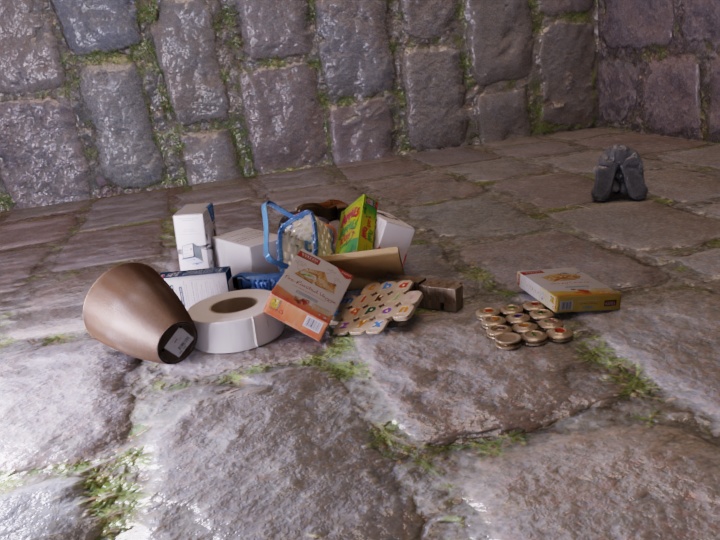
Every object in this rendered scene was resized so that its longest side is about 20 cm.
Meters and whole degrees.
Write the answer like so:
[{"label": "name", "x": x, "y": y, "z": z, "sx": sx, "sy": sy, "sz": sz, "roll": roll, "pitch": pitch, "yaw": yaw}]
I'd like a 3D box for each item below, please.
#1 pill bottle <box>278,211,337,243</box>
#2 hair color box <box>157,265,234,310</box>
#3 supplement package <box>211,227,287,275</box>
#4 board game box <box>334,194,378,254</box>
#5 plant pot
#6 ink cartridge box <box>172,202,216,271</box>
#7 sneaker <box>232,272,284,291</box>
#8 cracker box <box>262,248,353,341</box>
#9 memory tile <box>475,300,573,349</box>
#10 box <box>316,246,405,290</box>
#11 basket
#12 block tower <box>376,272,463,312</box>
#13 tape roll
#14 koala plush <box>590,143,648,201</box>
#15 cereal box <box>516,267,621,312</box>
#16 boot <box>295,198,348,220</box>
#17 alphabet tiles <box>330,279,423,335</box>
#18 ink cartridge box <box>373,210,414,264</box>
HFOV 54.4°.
[{"label": "pill bottle", "x": -0.154, "y": -0.116, "z": 2.110, "sx": 0.106, "sy": 0.107, "sz": 0.200, "roll": -19, "pitch": 21, "yaw": -34}, {"label": "hair color box", "x": -0.405, "y": 0.052, "z": 1.670, "sx": 0.199, "sy": 0.100, "sz": 0.061, "roll": -5, "pitch": 16, "yaw": 3}, {"label": "supplement package", "x": -0.289, "y": -0.033, "z": 1.865, "sx": 0.120, "sy": 0.122, "sz": 0.200, "roll": -19, "pitch": 22, "yaw": -36}, {"label": "board game box", "x": -0.013, "y": -0.079, "z": 1.730, "sx": 0.048, "sy": 0.200, "sz": 0.102, "roll": 26, "pitch": -38, "yaw": -26}, {"label": "plant pot", "x": -0.425, "y": 0.105, "z": 1.420, "sx": 0.200, "sy": 0.187, "sz": 0.187, "roll": 26, "pitch": 34, "yaw": 36}, {"label": "ink cartridge box", "x": -0.444, "y": -0.071, "z": 1.911, "sx": 0.086, "sy": 0.201, "sz": 0.146, "roll": -5, "pitch": 18, "yaw": 1}, {"label": "sneaker", "x": -0.243, "y": 0.037, "z": 1.687, "sx": 0.200, "sy": 0.066, "sz": 0.078, "roll": 1, "pitch": -1, "yaw": 37}, {"label": "cracker box", "x": -0.107, "y": 0.047, "z": 1.490, "sx": 0.134, "sy": 0.058, "sz": 0.200, "roll": 28, "pitch": 32, "yaw": -1}, {"label": "memory tile", "x": 0.317, "y": 0.104, "z": 1.381, "sx": 0.153, "sy": 0.017, "sz": 0.200, "roll": -7, "pitch": 18, "yaw": -3}, {"label": "box", "x": 0.000, "y": 0.000, "z": 1.635, "sx": 0.199, "sy": 0.021, "sz": 0.164, "roll": -6, "pitch": -27, "yaw": 7}, {"label": "basket", "x": -0.161, "y": -0.065, "z": 1.724, "sx": 0.139, "sy": 0.177, "sz": 0.200, "roll": -27, "pitch": -39, "yaw": 30}, {"label": "block tower", "x": 0.136, "y": 0.048, "z": 1.563, "sx": 0.200, "sy": 0.058, "sz": 0.054, "roll": 8, "pitch": 22, "yaw": 35}, {"label": "tape roll", "x": -0.265, "y": 0.105, "z": 1.499, "sx": 0.202, "sy": 0.071, "sz": 0.202, "roll": -5, "pitch": 17, "yaw": 2}, {"label": "koala plush", "x": 0.864, "y": -0.327, "z": 2.346, "sx": 0.177, "sy": 0.184, "sz": 0.200, "roll": 0, "pitch": 6, "yaw": 18}, {"label": "cereal box", "x": 0.436, "y": 0.039, "z": 1.489, "sx": 0.143, "sy": 0.040, "sz": 0.200, "roll": -3, "pitch": 17, "yaw": -11}, {"label": "boot", "x": -0.139, "y": -0.222, "z": 2.490, "sx": 0.199, "sy": 0.077, "sz": 0.155, "roll": -7, "pitch": 19, "yaw": -11}, {"label": "alphabet tiles", "x": 0.030, "y": 0.080, "z": 1.492, "sx": 0.200, "sy": 0.015, "sz": 0.196, "roll": -6, "pitch": 29, "yaw": 30}, {"label": "ink cartridge box", "x": 0.049, "y": -0.069, "z": 1.788, "sx": 0.084, "sy": 0.145, "sz": 0.200, "roll": 14, "pitch": 11, "yaw": -20}]
